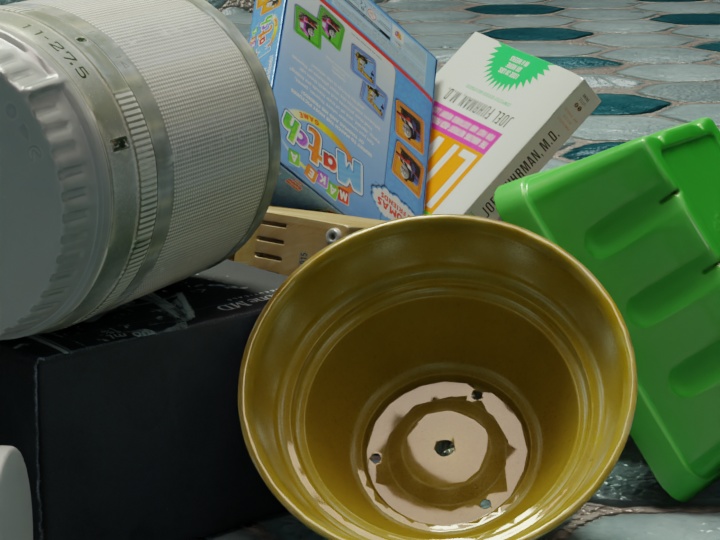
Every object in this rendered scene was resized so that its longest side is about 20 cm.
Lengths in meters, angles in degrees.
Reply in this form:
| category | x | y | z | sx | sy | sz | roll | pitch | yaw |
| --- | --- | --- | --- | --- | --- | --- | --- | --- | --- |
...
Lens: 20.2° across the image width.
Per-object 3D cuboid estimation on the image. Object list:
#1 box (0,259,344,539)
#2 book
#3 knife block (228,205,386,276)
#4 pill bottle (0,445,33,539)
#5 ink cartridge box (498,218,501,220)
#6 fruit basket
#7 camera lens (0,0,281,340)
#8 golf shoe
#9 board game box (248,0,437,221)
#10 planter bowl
| category | x | y | z | sx | sy | sz | roll | pitch | yaw |
| --- | --- | --- | --- | --- | --- | --- | --- | --- | --- |
| box | -0.144 | 0.066 | 1.104 | 0.200 | 0.124 | 0.197 | -13 | 20 | -40 |
| book | 0.059 | -0.066 | 1.387 | 0.200 | 0.048 | 0.134 | -49 | 35 | -6 |
| knife block | 0.000 | 0.000 | 1.239 | 0.200 | 0.064 | 0.175 | 11 | 4 | 34 |
| pill bottle | -0.250 | 0.125 | 0.879 | 0.200 | 0.114 | 0.114 | 0 | 14 | 2 |
| ink cartridge box | 0.128 | -0.010 | 1.471 | 0.200 | 0.085 | 0.145 | -6 | 16 | -18 |
| fruit basket | 0.153 | 0.033 | 1.159 | 0.215 | 0.216 | 0.155 | 8 | 16 | 33 |
| camera lens | -0.147 | -0.058 | 1.016 | 0.160 | 0.160 | 0.200 | 6 | 16 | 28 |
| golf shoe | 0.056 | 0.072 | 1.173 | 0.097 | 0.078 | 0.200 | -4 | 14 | -40 |
| board game box | -0.014 | -0.105 | 1.327 | 0.037 | 0.151 | 0.200 | -27 | 41 | 33 |
| planter bowl | 0.041 | 0.076 | 1.041 | 0.200 | 0.083 | 0.201 | -3 | 57 | 4 |
